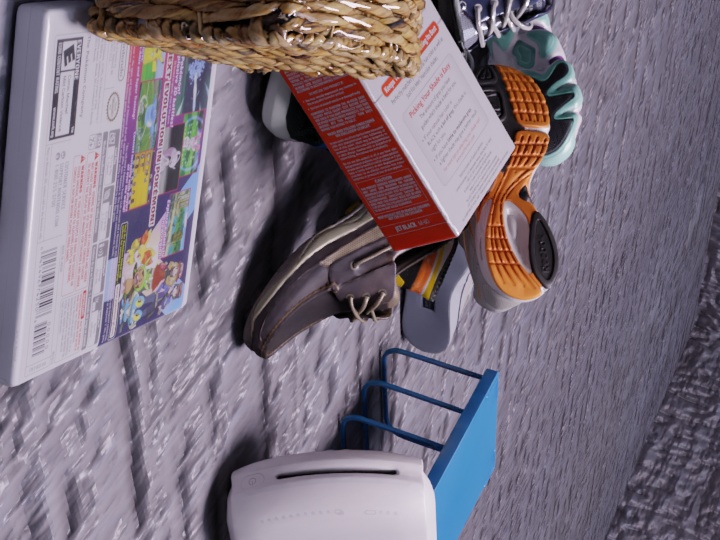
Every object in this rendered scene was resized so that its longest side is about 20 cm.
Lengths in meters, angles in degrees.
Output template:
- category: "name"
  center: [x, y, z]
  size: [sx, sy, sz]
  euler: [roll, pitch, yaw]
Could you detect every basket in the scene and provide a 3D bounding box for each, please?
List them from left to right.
- category: "basket"
  center: [-0.037, -0.185, 0.753]
  size: [0.200, 0.141, 0.151]
  euler: [-2, 97, -67]

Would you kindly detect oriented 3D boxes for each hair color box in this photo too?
- category: "hair color box"
  center: [0.016, -0.127, 0.952]
  size: [0.201, 0.064, 0.111]
  euler: [58, 44, -22]

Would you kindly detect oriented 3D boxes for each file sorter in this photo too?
- category: "file sorter"
  center: [0.037, 0.191, 1.312]
  size: [0.200, 0.122, 0.140]
  euler: [-55, 154, -40]

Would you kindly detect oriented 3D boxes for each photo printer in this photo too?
- category: "photo printer"
  center: [-0.020, 0.219, 1.127]
  size: [0.201, 0.165, 0.070]
  euler: [86, 1, -45]

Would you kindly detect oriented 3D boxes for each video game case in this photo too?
- category: "video game case"
  center: [-0.140, -0.054, 0.792]
  size: [0.182, 0.023, 0.202]
  euler: [-28, 131, -63]

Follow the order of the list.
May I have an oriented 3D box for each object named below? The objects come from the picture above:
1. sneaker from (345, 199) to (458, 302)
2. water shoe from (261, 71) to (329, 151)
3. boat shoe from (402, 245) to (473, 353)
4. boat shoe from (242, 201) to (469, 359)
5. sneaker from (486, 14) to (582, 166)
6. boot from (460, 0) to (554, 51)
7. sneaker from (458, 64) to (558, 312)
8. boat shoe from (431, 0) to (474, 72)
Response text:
- category: "sneaker"
  center: [0.030, -0.046, 1.189]
  size: [0.200, 0.089, 0.070]
  euler: [-91, -158, -67]
- category: "water shoe"
  center: [-0.004, -0.118, 1.020]
  size: [0.200, 0.078, 0.072]
  euler: [6, 99, -70]
- category: "boat shoe"
  center: [0.089, -0.015, 1.360]
  size: [0.203, 0.074, 0.086]
  euler: [93, 22, -43]
- category: "boat shoe"
  center: [0.000, 0.000, 1.043]
  size: [0.200, 0.073, 0.075]
  euler: [-42, 167, -7]
- category: "sneaker"
  center: [0.175, -0.165, 1.352]
  size: [0.140, 0.077, 0.202]
  euler: [55, 24, -60]
- category: "boot"
  center: [0.111, -0.229, 1.222]
  size: [0.073, 0.090, 0.201]
  euler: [78, 35, -54]
- category: "sneaker"
  center: [0.102, -0.062, 1.106]
  size: [0.092, 0.075, 0.202]
  euler: [130, -38, -65]
- category: "boat shoe"
  center: [0.057, -0.166, 1.124]
  size: [0.073, 0.068, 0.201]
  euler: [-24, 136, -21]
